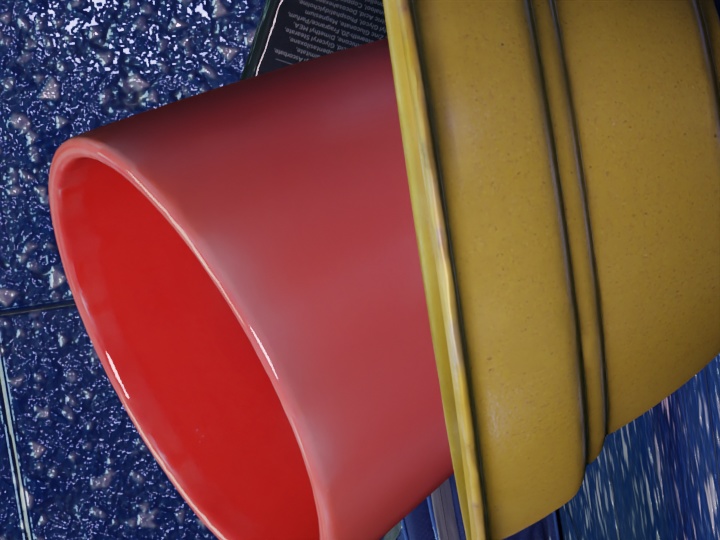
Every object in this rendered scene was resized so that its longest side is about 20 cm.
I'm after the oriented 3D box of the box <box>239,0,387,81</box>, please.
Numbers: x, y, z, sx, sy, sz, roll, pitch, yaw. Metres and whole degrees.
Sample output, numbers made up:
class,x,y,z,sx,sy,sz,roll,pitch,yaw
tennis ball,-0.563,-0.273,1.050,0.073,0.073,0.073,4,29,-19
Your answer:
class,x,y,z,sx,sy,sz,roll,pitch,yaw
box,0.000,-0.154,1.735,0.148,0.106,0.201,-99,27,-78

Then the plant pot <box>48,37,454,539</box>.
class,x,y,z,sx,sy,sz,roll,pitch,yaw
plant pot,0.000,0.000,1.189,0.201,0.177,0.201,47,154,31

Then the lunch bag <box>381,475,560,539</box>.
class,x,y,z,sx,sy,sz,roll,pitch,yaw
lunch bag,0.078,0.207,2.184,0.200,0.131,0.137,82,180,-58

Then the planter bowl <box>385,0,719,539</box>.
class,x,y,z,sx,sy,sz,roll,pitch,yaw
planter bowl,0.055,-0.028,0.780,0.200,0.083,0.202,172,90,-90
